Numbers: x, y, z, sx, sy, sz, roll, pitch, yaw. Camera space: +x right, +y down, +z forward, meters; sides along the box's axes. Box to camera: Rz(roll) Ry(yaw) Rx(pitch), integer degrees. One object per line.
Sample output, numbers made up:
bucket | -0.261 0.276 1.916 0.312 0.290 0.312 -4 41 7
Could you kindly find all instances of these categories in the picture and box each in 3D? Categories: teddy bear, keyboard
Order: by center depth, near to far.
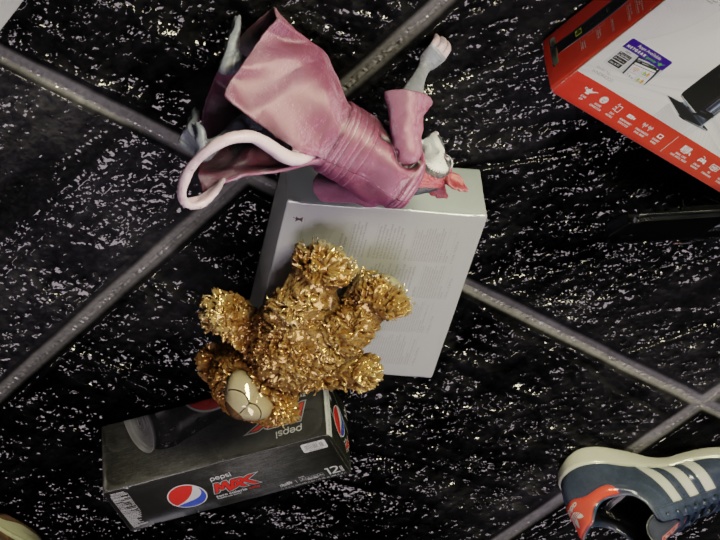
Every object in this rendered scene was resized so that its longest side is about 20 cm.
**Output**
teddy bear | -0.048 0.053 1.751 0.199 0.067 0.145 -28 133 26
keyboard | 0.273 -0.048 1.755 0.198 0.040 0.104 -2 168 -16

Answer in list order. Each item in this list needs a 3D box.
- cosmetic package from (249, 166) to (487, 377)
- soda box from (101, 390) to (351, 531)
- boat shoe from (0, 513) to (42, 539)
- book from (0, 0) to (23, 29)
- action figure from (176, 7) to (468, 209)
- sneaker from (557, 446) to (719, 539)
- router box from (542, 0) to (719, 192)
cosmetic package | 0.000 0.000 1.781 0.149 0.052 0.201 3 141 -12
soda box | -0.111 0.147 1.930 0.198 0.071 0.063 -15 141 12
boat shoe | -0.347 0.230 1.999 0.075 0.075 0.202 -35 133 31
book | -0.304 -0.173 1.540 0.133 0.048 0.200 17 134 -32
action figure | -0.012 -0.091 1.603 0.199 0.150 0.134 25 127 -14
sneaker | 0.271 0.206 2.043 0.198 0.085 0.075 0 141 -8
router box | 0.257 -0.150 1.632 0.199 0.049 0.179 26 131 -33
